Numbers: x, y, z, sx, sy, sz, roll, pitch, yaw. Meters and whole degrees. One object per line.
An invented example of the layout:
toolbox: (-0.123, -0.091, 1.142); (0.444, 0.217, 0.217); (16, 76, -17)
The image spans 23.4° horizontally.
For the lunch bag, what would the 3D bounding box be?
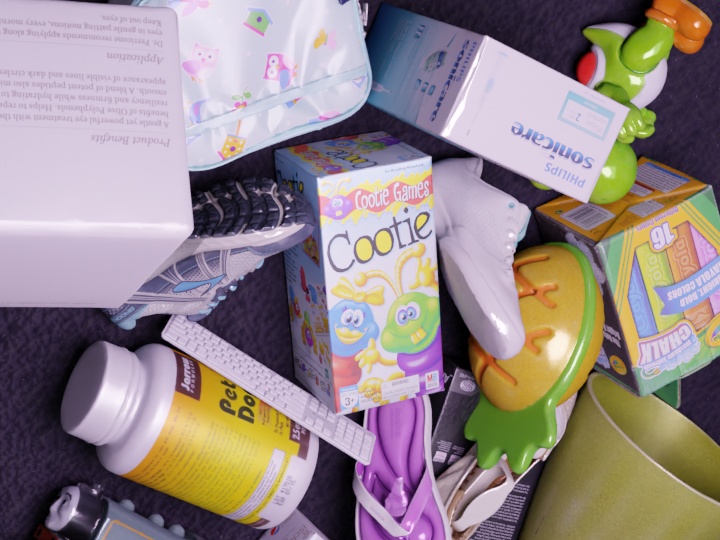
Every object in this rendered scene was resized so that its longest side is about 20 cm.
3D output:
lunch bag: (-0.087, -0.172, 1.370); (0.198, 0.077, 0.162); (-21, 112, -16)

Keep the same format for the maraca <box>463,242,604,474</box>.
maraca: (0.142, 0.072, 1.469); (0.106, 0.137, 0.202); (22, 77, -29)

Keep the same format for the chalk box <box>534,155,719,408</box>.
chalk box: (0.256, 0.023, 1.550); (0.123, 0.125, 0.202); (-26, 115, -13)

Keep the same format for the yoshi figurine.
yoshi figurine: (0.231, -0.136, 1.503); (0.200, 0.112, 0.112); (-50, 124, 0)

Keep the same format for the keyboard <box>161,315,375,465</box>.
keyboard: (-0.074, 0.096, 1.428); (0.199, 0.056, 0.011); (32, 103, -5)

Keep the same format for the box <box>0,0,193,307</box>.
box: (-0.242, -0.078, 1.237); (0.197, 0.200, 0.174); (1, 73, -23)

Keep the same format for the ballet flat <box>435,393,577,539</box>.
ballet flat: (0.131, 0.164, 1.515); (0.200, 0.062, 0.067); (-49, 117, -5)

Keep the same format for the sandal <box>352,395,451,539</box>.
sandal: (0.027, 0.182, 1.479); (0.081, 0.205, 0.050); (-13, 153, 11)

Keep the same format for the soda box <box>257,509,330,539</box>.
soda box: (-0.010, 0.300, 1.548); (0.064, 0.068, 0.200); (-45, 117, -5)

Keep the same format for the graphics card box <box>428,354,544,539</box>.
graphics card box: (0.095, 0.185, 1.569); (0.124, 0.051, 0.202); (14, 100, -25)

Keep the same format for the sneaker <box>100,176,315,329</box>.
sneaker: (-0.125, -0.010, 1.389); (0.198, 0.078, 0.087); (-15, 126, 12)

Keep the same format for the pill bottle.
pill bottle: (-0.140, 0.130, 1.419); (0.199, 0.109, 0.110); (26, 94, -28)

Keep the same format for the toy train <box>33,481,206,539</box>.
toy train: (-0.191, 0.257, 1.456); (0.199, 0.085, 0.115); (33, 79, -26)

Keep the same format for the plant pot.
plant pot: (0.225, 0.229, 1.582); (0.186, 0.188, 0.201); (26, 109, -27)

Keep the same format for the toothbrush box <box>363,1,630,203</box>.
toothbrush box: (0.096, -0.136, 1.390); (0.145, 0.200, 0.086); (22, 96, -26)

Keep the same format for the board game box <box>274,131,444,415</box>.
board game box: (0.000, 0.000, 1.443); (0.102, 0.105, 0.202); (-12, 110, -20)

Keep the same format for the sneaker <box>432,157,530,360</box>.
sneaker: (0.106, -0.021, 1.433); (0.088, 0.201, 0.076); (-18, 146, -9)
